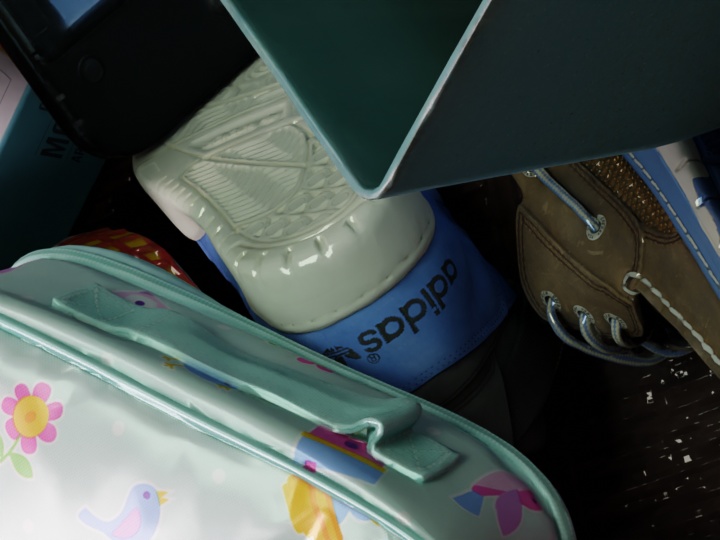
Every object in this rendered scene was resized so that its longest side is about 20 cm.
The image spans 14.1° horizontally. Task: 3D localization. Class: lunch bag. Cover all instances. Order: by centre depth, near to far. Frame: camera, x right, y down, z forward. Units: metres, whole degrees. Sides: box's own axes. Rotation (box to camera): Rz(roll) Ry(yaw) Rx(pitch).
[{"bbox_3d":[-0.041,0.089,0.750,0.199,0.077,0.161,25,110,24],"label":"lunch bag"}]

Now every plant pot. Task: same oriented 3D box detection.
[{"bbox_3d":[0.071,-0.121,0.713,0.142,0.199,0.142,54,131,30],"label":"plant pot"}]

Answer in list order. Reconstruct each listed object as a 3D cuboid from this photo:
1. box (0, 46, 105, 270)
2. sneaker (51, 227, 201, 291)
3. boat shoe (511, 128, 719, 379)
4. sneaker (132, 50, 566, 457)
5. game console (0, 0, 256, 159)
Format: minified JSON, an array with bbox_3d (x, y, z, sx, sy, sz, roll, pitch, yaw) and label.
[{"bbox_3d":[-0.118,-0.071,0.975,0.082,0.049,0.201,40,110,37],"label":"box"},{"bbox_3d":[-0.029,0.073,0.880,0.073,0.077,0.201,-31,74,-7],"label":"sneaker"},{"bbox_3d":[0.083,-0.013,0.791,0.072,0.072,0.201,-52,45,28],"label":"boat shoe"},{"bbox_3d":[-0.001,0.001,0.850,0.077,0.111,0.200,-35,23,-2],"label":"sneaker"},{"bbox_3d":[-0.047,-0.156,0.813,0.200,0.172,0.118,55,155,-19],"label":"game console"}]
